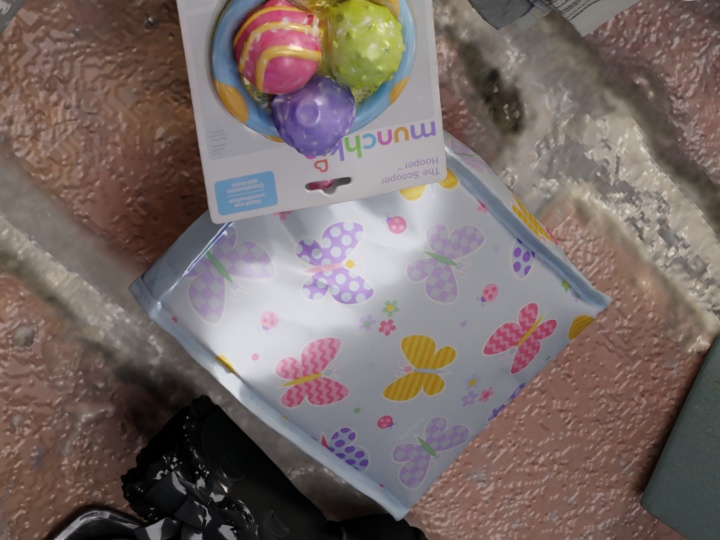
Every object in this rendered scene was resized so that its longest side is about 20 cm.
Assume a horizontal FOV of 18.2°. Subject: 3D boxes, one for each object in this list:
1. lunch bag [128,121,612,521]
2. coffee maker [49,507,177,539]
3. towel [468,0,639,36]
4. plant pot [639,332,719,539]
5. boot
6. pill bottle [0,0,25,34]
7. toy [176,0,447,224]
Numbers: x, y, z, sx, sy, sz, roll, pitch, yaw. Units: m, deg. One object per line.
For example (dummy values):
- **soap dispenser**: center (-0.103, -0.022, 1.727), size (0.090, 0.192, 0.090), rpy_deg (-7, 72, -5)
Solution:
- **lunch bag**: center (0.000, 0.000, 1.143), size (0.170, 0.127, 0.200), rpy_deg (-47, 133, 5)
- **coffee maker**: center (-0.074, 0.230, 1.172), size (0.190, 0.200, 0.136), rpy_deg (2, 113, -25)
- **towel**: center (0.132, -0.177, 1.077), size (0.199, 0.035, 0.192), rpy_deg (-26, 163, 16)
- **plant pot**: center (0.313, 0.088, 1.291), size (0.195, 0.196, 0.202), rpy_deg (11, 100, -28)
- **boot**: center (-0.043, 0.134, 1.194), size (0.162, 0.198, 0.073), rpy_deg (44, 104, -3)
- **pill bottle**: center (-0.225, -0.109, 0.993), size (0.114, 0.114, 0.201), rpy_deg (33, 97, -32)
- **toy**: center (-0.021, -0.105, 0.988), size (0.114, 0.047, 0.201), rpy_deg (-10, 122, -5)
